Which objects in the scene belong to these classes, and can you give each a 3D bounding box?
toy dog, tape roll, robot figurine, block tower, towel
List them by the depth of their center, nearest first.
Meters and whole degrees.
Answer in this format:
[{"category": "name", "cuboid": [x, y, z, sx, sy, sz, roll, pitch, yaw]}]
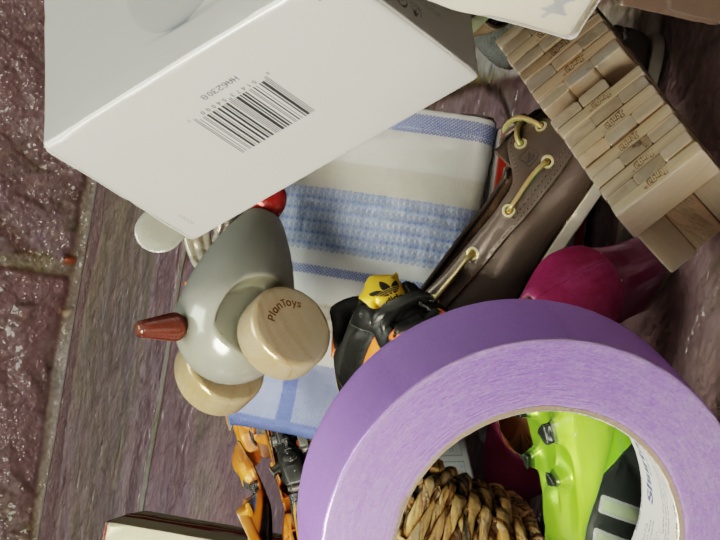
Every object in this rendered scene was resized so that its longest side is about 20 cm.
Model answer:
[{"category": "tape roll", "cuboid": [0.074, 0.117, 1.342, 0.066, 0.200, 0.200, -125, 46, -70]}, {"category": "block tower", "cuboid": [0.129, -0.076, 1.472, 0.054, 0.058, 0.200, -40, 33, 9]}, {"category": "toy dog", "cuboid": [-0.084, -0.014, 1.627, 0.132, 0.096, 0.200, -54, 36, 32]}, {"category": "towel", "cuboid": [0.000, 0.000, 1.664, 0.147, 0.024, 0.200, 8, 86, 32]}, {"category": "robot figurine", "cuboid": [-0.054, 0.103, 1.763, 0.145, 0.058, 0.200, 77, 178, -70]}]

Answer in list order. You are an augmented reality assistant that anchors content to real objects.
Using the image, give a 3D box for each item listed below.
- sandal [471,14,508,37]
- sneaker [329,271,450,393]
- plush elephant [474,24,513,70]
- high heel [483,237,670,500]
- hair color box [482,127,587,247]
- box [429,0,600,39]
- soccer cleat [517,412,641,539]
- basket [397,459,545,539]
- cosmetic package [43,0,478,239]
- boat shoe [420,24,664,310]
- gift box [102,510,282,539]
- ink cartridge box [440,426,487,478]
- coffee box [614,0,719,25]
[{"category": "sandal", "cuboid": [0.065, -0.156, 1.580, 0.201, 0.057, 0.080, 174, 100, -73]}, {"category": "sneaker", "cuboid": [0.027, 0.043, 1.522, 0.090, 0.070, 0.200, 67, 161, -1]}, {"category": "plush elephant", "cuboid": [0.063, -0.251, 1.752, 0.155, 0.200, 0.165, -44, 28, 44]}, {"category": "high heel", "cuboid": [0.088, 0.062, 1.531, 0.067, 0.096, 0.200, 53, 137, 20]}, {"category": "hair color box", "cuboid": [0.075, -0.018, 1.729, 0.200, 0.064, 0.111, 172, 106, -74]}, {"category": "box", "cuboid": [0.067, -0.233, 1.432, 0.109, 0.128, 0.200, 122, 157, -48]}, {"category": "soccer cleat", "cuboid": [0.123, 0.126, 1.436, 0.068, 0.081, 0.200, 46, 148, 50]}, {"category": "basket", "cuboid": [0.051, 0.189, 1.594, 0.143, 0.149, 0.200, -66, 6, -22]}, {"category": "cosmetic package", "cuboid": [-0.057, -0.159, 1.540, 0.199, 0.123, 0.200, -28, 49, 29]}, {"category": "boat shoe", "cuboid": [0.096, -0.049, 1.584, 0.200, 0.059, 0.072, -61, 8, 9]}, {"category": "gift box", "cuboid": [-0.073, 0.242, 1.905, 0.200, 0.186, 0.185, -23, -57, -83]}, {"category": "ink cartridge box", "cuboid": [0.044, 0.105, 1.722, 0.200, 0.047, 0.160, -8, 96, 59]}, {"category": "coffee box", "cuboid": [0.155, -0.197, 1.491, 0.200, 0.080, 0.115, -124, 46, -71]}]
